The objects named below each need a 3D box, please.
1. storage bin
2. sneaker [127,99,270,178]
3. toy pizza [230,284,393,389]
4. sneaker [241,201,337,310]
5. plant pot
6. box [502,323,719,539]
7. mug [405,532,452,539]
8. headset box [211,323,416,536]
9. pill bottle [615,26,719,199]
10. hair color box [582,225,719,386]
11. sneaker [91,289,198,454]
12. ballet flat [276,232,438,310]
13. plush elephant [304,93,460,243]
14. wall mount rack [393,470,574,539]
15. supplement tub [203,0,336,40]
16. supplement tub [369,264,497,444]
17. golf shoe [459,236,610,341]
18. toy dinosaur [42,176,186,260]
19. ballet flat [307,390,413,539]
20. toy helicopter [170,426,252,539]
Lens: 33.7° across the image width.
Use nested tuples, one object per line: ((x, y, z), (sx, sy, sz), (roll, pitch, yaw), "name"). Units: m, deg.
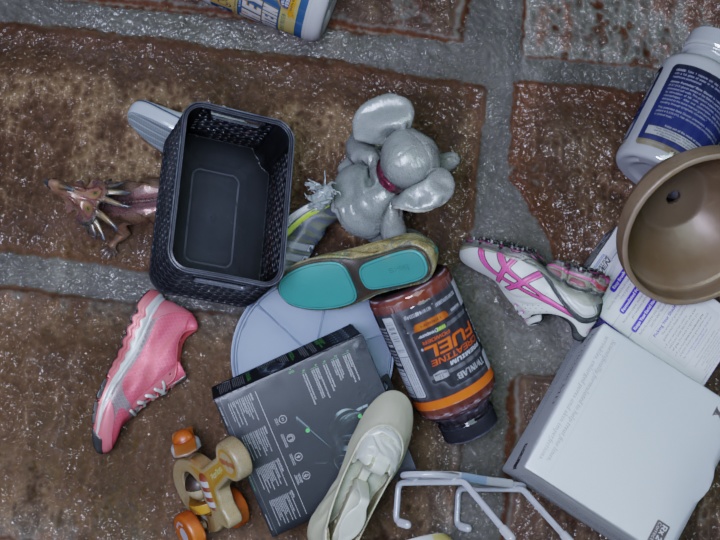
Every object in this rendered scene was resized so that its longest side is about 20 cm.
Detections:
((-0.158, -0.073, 1.354), (0.133, 0.094, 0.203), (11, 70, -20), "storage bin")
((-0.188, -0.169, 1.473), (0.198, 0.073, 0.071), (24, 63, -7), "sneaker")
((-0.058, 0.102, 1.435), (0.197, 0.032, 0.203), (-1, 95, -8), "toy pizza")
((-0.084, -0.022, 1.455), (0.199, 0.074, 0.081), (-35, 94, -4), "sneaker")
((0.388, -0.067, 1.411), (0.198, 0.093, 0.203), (-6, 122, -9), "plant pot")
((0.307, 0.203, 1.411), (0.199, 0.131, 0.200), (32, 78, 1), "box")
((0.090, 0.386, 1.368), (0.185, 0.149, 0.155), (-1, 68, -37), "mug")
((-0.049, 0.178, 1.378), (0.198, 0.093, 0.176), (-24, 98, -6), "headset box")
((0.413, -0.202, 1.504), (0.110, 0.111, 0.202), (29, 79, 1), "pill bottle")
((0.360, 0.051, 1.478), (0.199, 0.065, 0.110), (38, 79, 1), "hair color box")
((-0.253, 0.126, 1.403), (0.086, 0.074, 0.202), (22, 78, -2), "sneaker")
((0.000, 0.000, 1.380), (0.198, 0.071, 0.072), (-13, 79, 23), "ballet flat")
((0.045, -0.112, 1.396), (0.154, 0.199, 0.167), (-27, 75, 29), "plush elephant")
((0.140, 0.269, 1.346), (0.199, 0.172, 0.076), (15, 73, -45), "wall mount rack")
((-0.121, -0.383, 1.472), (0.198, 0.145, 0.146), (20, 78, -1), "supplement tub")
((0.094, 0.102, 1.411), (0.106, 0.107, 0.202), (-27, 101, -9), "supplement tub")
((0.198, 0.018, 1.440), (0.198, 0.072, 0.093), (22, 101, 33), "golf shoe")
((-0.262, -0.080, 1.408), (0.197, 0.136, 0.087), (-15, 81, -8), "toy dinosaur")
((0.007, 0.230, 1.311), (0.069, 0.069, 0.202), (26, 90, 0), "ballet flat")
((-0.168, 0.224, 1.335), (0.078, 0.200, 0.133), (-23, 77, -32), "toy helicopter")
